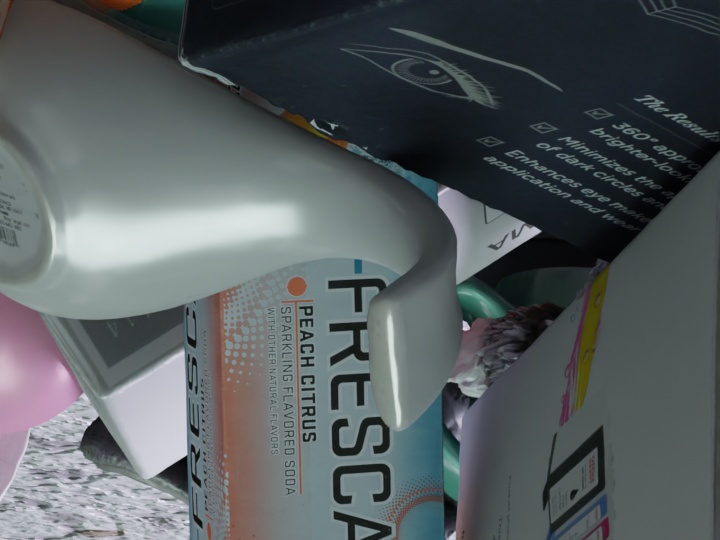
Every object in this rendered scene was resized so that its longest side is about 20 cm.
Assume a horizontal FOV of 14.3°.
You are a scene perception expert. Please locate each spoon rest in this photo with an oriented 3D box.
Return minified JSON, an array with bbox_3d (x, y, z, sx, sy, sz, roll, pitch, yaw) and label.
[{"bbox_3d":[-0.048,-0.016,0.771,0.200,0.061,0.099,23,130,36],"label":"spoon rest"}]

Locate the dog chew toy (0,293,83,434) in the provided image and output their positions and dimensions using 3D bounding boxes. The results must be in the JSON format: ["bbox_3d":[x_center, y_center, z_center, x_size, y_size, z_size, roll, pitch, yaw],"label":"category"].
[{"bbox_3d":[-0.141,0.006,1.001,0.200,0.125,0.125,-5,168,-28],"label":"dog chew toy"}]

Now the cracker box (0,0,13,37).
[{"bbox_3d":[-0.173,-0.112,0.686,0.134,0.058,0.200,6,148,11],"label":"cracker box"}]

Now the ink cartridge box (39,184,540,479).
[{"bbox_3d":[0.000,0.000,0.962,0.200,0.045,0.176,-32,162,-7],"label":"ink cartridge box"}]

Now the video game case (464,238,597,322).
[{"bbox_3d":[0.145,0.027,1.152,0.200,0.026,0.181,3,164,38],"label":"video game case"}]

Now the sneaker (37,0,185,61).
[{"bbox_3d":[-0.069,-0.110,0.762,0.200,0.071,0.080,16,161,-12],"label":"sneaker"}]

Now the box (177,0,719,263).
[{"bbox_3d":[0.096,-0.090,0.722,0.200,0.117,0.197,-12,155,43],"label":"box"}]

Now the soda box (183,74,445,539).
[{"bbox_3d":[-0.015,0.036,0.842,0.068,0.200,0.064,-2,-173,-14],"label":"soda box"}]

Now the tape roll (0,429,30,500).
[{"bbox_3d":[-0.224,0.040,1.062,0.202,0.203,0.071,10,161,-16],"label":"tape roll"}]

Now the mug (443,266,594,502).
[{"bbox_3d":[0.098,0.073,1.078,0.185,0.114,0.152,10,167,12],"label":"mug"}]

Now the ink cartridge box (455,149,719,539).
[{"bbox_3d":[0.125,0.079,0.780,0.147,0.145,0.200,10,154,-15],"label":"ink cartridge box"}]

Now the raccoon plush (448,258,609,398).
[{"bbox_3d":[0.106,-0.022,0.935,0.200,0.134,0.097,3,171,36],"label":"raccoon plush"}]

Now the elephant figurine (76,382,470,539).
[{"bbox_3d":[-0.048,0.058,1.188,0.200,0.142,0.155,26,135,23],"label":"elephant figurine"}]
